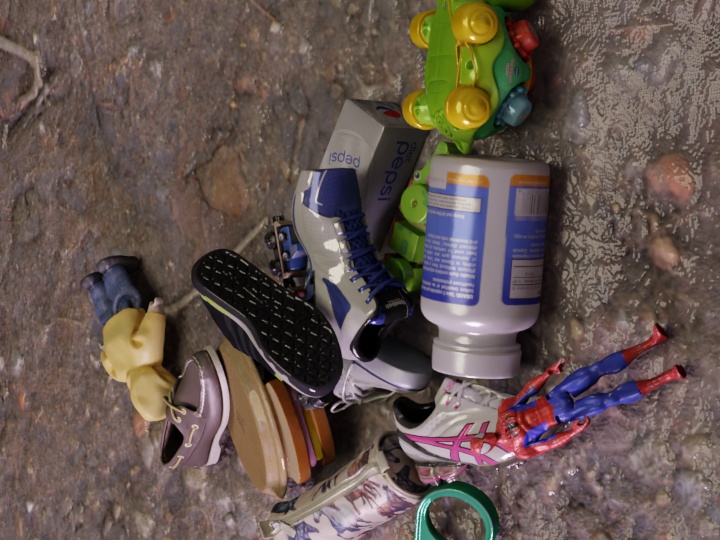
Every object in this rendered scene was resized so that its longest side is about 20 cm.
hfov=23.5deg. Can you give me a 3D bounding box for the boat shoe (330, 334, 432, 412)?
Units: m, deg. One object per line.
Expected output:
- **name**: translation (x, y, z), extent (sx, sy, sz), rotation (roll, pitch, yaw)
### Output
- **boat shoe**: translation (-0.007, 0.105, 1.751), extent (0.202, 0.075, 0.086), rotation (23, 108, 45)

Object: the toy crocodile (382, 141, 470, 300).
- **toy crocodile**: translation (0.055, -0.035, 1.688), extent (0.062, 0.067, 0.200), rotation (36, 116, 38)

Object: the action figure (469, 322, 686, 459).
- **action figure**: translation (0.184, 0.114, 1.523), extent (0.200, 0.052, 0.066), rotation (-30, 74, 16)

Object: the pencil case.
- **pencil case**: translation (-0.011, 0.233, 1.750), extent (0.200, 0.089, 0.078), rotation (-38, 66, 38)

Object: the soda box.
- **soda box**: translation (-0.008, -0.072, 1.750), extent (0.063, 0.068, 0.200), rotation (40, 118, 36)

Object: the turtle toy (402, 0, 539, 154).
- **turtle toy**: translation (0.113, -0.207, 1.598), extent (0.146, 0.101, 0.200), rotation (-165, 81, -70)

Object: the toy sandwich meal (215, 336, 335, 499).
- **toy sandwich meal**: translation (-0.094, 0.148, 1.833), extent (0.205, 0.070, 0.206), rotation (163, 90, -74)

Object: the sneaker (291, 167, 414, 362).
- **sneaker**: translation (0.000, 0.001, 1.654), extent (0.115, 0.080, 0.200), rotation (11, 107, 41)

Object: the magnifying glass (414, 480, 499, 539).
- **magnifying glass**: translation (0.069, 0.280, 1.703), extent (0.080, 0.022, 0.200), rotation (37, 129, 5)

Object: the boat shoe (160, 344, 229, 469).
- **boat shoe**: translation (-0.184, 0.154, 1.887), extent (0.200, 0.059, 0.072), rotation (105, 147, -53)

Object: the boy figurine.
- **boy figurine**: translation (-0.260, 0.079, 2.011), extent (0.124, 0.064, 0.200), rotation (-44, 63, 37)

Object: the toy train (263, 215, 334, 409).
- **toy train**: translation (-0.059, 0.040, 1.735), extent (0.046, 0.034, 0.200), rotation (-18, 81, 45)

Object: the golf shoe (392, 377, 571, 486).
- **golf shoe**: translation (0.108, 0.143, 1.620), extent (0.200, 0.073, 0.092), rotation (-20, 106, 43)

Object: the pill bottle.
- **pill bottle**: translation (0.113, -0.005, 1.601), extent (0.112, 0.112, 0.200), rotation (11, 99, 44)

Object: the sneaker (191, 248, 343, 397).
- **sneaker**: translation (-0.087, 0.056, 1.668), extent (0.200, 0.072, 0.083), rotation (45, 158, 27)
